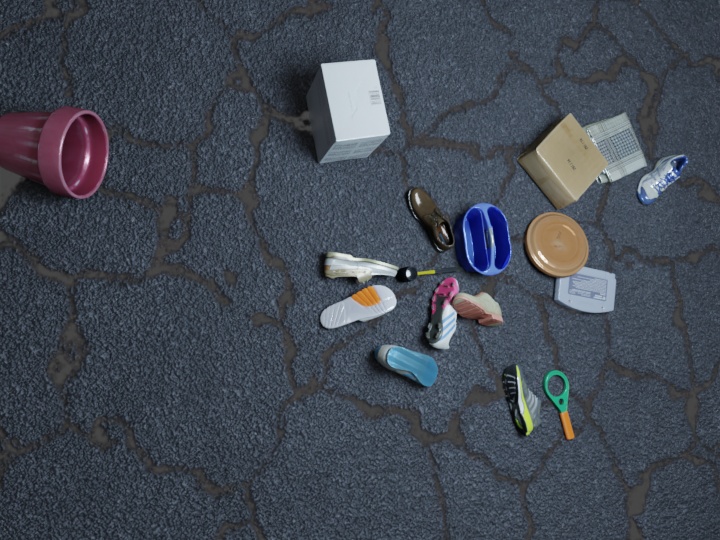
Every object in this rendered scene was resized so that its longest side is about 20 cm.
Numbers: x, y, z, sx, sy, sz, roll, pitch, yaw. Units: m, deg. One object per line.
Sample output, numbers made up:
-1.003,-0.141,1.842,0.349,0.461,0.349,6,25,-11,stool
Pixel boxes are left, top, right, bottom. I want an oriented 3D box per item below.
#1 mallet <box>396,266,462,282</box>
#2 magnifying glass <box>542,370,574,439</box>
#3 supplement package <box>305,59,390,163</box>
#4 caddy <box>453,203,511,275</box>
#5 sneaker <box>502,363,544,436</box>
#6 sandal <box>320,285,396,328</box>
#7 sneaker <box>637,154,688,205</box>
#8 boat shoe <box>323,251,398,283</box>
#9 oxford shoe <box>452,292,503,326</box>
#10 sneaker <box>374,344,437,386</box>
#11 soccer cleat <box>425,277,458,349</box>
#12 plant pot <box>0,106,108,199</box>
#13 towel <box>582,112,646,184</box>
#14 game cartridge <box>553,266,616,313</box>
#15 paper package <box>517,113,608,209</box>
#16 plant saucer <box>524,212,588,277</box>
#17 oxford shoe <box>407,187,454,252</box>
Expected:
0.190,0.005,1.533,0.198,0.066,0.042,-5,87,-31,mallet
0.585,0.391,1.613,0.079,0.022,0.202,-15,87,-17,magnifying glass
-0.037,-0.401,1.418,0.146,0.200,0.193,-10,88,-17,supplement package
0.344,-0.085,1.544,0.140,0.105,0.202,-7,87,-15,caddy
0.461,0.357,1.560,0.080,0.074,0.202,-16,96,-23,sneaker
-0.006,0.100,1.457,0.205,0.059,0.080,-19,73,4,sandal
0.957,-0.295,1.750,0.075,0.088,0.201,40,77,-10,sneaker
0.000,0.000,1.460,0.198,0.075,0.069,10,88,-8,boat shoe
0.320,0.093,1.525,0.199,0.070,0.074,29,53,-40,oxford shoe
0.126,0.246,1.469,0.199,0.081,0.077,33,74,-31,sneaker
0.233,0.121,1.521,0.086,0.069,0.202,36,65,-41,soccer cleat
-0.695,-0.271,1.233,0.177,0.200,0.202,10,82,1,plant pot
0.798,-0.387,1.741,0.199,0.035,0.194,-22,91,-16,towel
0.673,0.058,1.662,0.198,0.041,0.134,11,78,-14,game cartridge
0.603,-0.324,1.644,0.191,0.103,0.200,-44,96,-17,paper package
0.582,-0.079,1.630,0.198,0.032,0.202,3,72,-11,plant saucer
0.203,-0.147,1.523,0.072,0.084,0.201,-35,93,-14,oxford shoe
